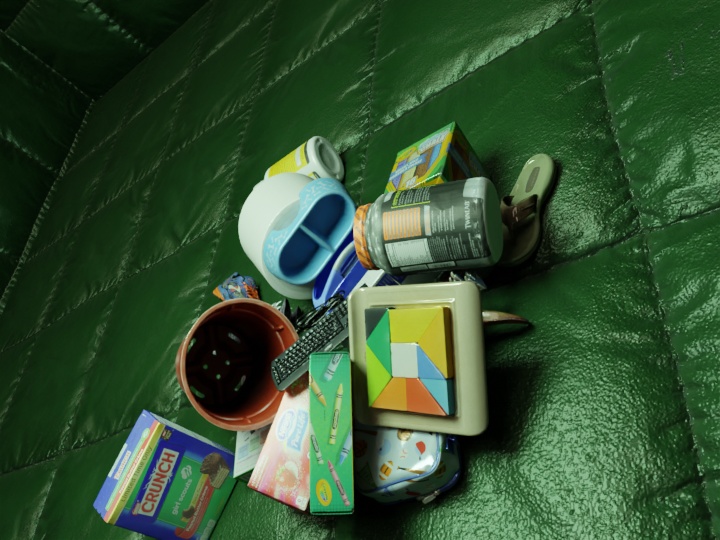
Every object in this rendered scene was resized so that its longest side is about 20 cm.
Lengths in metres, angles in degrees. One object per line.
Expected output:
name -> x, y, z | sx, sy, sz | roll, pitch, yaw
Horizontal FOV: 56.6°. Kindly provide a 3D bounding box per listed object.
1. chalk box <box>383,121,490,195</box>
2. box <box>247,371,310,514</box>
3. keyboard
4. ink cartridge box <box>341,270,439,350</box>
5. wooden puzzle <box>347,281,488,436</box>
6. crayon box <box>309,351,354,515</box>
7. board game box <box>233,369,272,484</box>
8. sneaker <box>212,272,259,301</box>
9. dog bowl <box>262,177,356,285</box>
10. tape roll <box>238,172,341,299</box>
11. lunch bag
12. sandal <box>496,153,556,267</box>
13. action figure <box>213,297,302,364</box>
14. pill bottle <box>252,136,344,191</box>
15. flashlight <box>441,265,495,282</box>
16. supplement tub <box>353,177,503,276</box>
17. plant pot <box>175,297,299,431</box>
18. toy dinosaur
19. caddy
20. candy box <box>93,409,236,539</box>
chalk box -> 0.130, -0.144, 1.092 | 0.123, 0.125, 0.202 | -23, 32, 34
box -> -0.080, 0.254, 1.016 | 0.098, 0.096, 0.203 | 16, 70, 17
keyboard -> -0.065, 0.088, 1.013 | 0.199, 0.040, 0.104 | -40, 29, 1
ink cartridge box -> 0.038, 0.045, 1.081 | 0.201, 0.099, 0.039 | -50, 37, 4
wooden puzzle -> 0.066, 0.113, 0.867 | 0.197, 0.037, 0.190 | -5, 87, 36
crayon box -> -0.040, 0.224, 0.907 | 0.057, 0.119, 0.205 | 0, 70, -3
board game box -> -0.152, 0.250, 1.172 | 0.152, 0.040, 0.203 | -31, 42, 28
sneaker -> -0.249, 0.049, 1.416 | 0.199, 0.075, 0.079 | 24, 76, 51
dog bowl -> -0.083, -0.063, 1.154 | 0.201, 0.111, 0.050 | -53, 33, 1
tape roll -> -0.115, -0.066, 1.253 | 0.204, 0.202, 0.139 | -52, 36, 1
lunch bag -> 0.067, 0.221, 0.930 | 0.158, 0.075, 0.203 | -26, 45, 27
sandal -> 0.237, -0.096, 1.009 | 0.079, 0.057, 0.204 | -3, 60, 46
action figure -> -0.211, 0.119, 1.280 | 0.197, 0.131, 0.070 | -22, 48, 13
pill bottle -> -0.140, -0.197, 1.460 | 0.198, 0.111, 0.113 | -27, 43, 29
flashlight -> 0.118, 0.046, 1.018 | 0.200, 0.068, 0.068 | -46, 36, 12
supplement tub -> 0.096, -0.058, 0.955 | 0.196, 0.123, 0.125 | -6, 55, 24
plant pot -> -0.220, 0.157, 1.123 | 0.194, 0.199, 0.204 | -16, 47, 63
toy dinosaur -> 0.100, 0.083, 0.942 | 0.199, 0.105, 0.183 | 40, 116, 13
caddy -> 0.000, 0.000, 1.151 | 0.202, 0.105, 0.141 | -54, 36, 0
candy box -> -0.318, 0.359, 1.134 | 0.076, 0.199, 0.172 | 8, 67, 49
